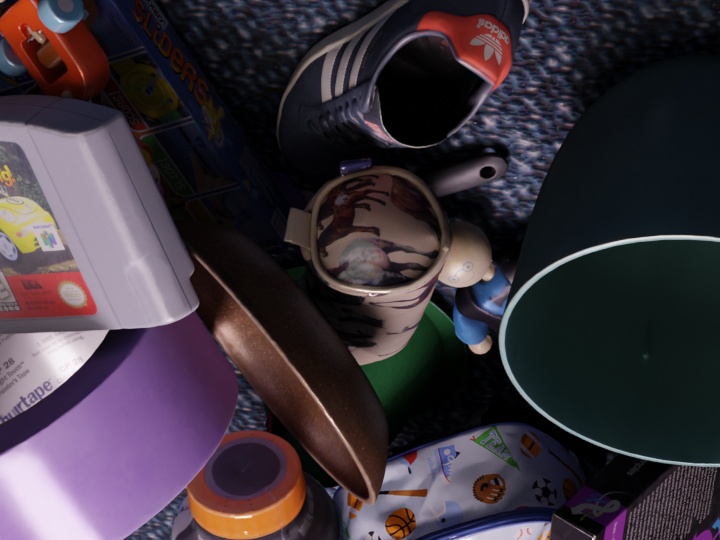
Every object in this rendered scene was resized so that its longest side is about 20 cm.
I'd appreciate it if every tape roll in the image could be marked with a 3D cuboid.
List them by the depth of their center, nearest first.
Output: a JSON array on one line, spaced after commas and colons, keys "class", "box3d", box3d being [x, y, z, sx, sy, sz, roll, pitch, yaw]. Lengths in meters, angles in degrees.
[{"class": "tape roll", "box3d": [-0.176, 0.083, 1.133, 0.199, 0.200, 0.085, -16, 120, 32]}]

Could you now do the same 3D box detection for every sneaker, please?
[{"class": "sneaker", "box3d": [0.012, -0.091, 1.063, 0.075, 0.085, 0.200, 28, 141, -20]}]

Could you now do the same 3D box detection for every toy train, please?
[{"class": "toy train", "box3d": [-0.172, -0.080, 1.093, 0.150, 0.056, 0.200, 51, 140, -2]}]

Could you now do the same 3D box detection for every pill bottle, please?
[{"class": "pill bottle", "box3d": [-0.061, 0.194, 1.228, 0.106, 0.106, 0.201, 3, 131, 12]}]

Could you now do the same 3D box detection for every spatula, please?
[{"class": "spatula", "box3d": [-0.002, -0.044, 1.179, 0.199, 0.021, 0.057, -10, 134, 27]}]

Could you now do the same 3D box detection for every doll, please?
[{"class": "doll", "box3d": [0.123, 0.023, 1.209, 0.200, 0.049, 0.136, 30, 130, -25]}]

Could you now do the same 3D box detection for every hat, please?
[{"class": "hat", "box3d": [-0.027, 0.122, 1.271, 0.165, 0.177, 0.200, 13, 144, 1]}]

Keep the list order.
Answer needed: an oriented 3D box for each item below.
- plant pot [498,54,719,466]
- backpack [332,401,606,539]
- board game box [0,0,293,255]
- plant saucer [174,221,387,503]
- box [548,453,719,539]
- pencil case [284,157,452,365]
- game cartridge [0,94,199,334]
[{"class": "plant pot", "box3d": [0.182, -0.016, 1.048, 0.199, 0.162, 0.201, 7, 143, 6]}, {"class": "backpack", "box3d": [0.074, 0.182, 1.283, 0.199, 0.155, 0.190, -29, 141, 14]}, {"class": "board game box", "box3d": [-0.143, -0.078, 1.144, 0.135, 0.035, 0.200, -12, 130, 28]}, {"class": "plant saucer", "box3d": [-0.043, 0.044, 1.109, 0.201, 0.037, 0.201, 50, 168, 14]}, {"class": "box", "box3d": [0.181, 0.157, 1.209, 0.036, 0.200, 0.144, 28, 133, 31]}, {"class": "pencil case", "box3d": [0.000, 0.000, 1.139, 0.089, 0.078, 0.200, 18, 165, 1]}, {"class": "game cartridge", "box3d": [-0.184, -0.030, 1.074, 0.199, 0.041, 0.134, -4, 113, 43]}]
